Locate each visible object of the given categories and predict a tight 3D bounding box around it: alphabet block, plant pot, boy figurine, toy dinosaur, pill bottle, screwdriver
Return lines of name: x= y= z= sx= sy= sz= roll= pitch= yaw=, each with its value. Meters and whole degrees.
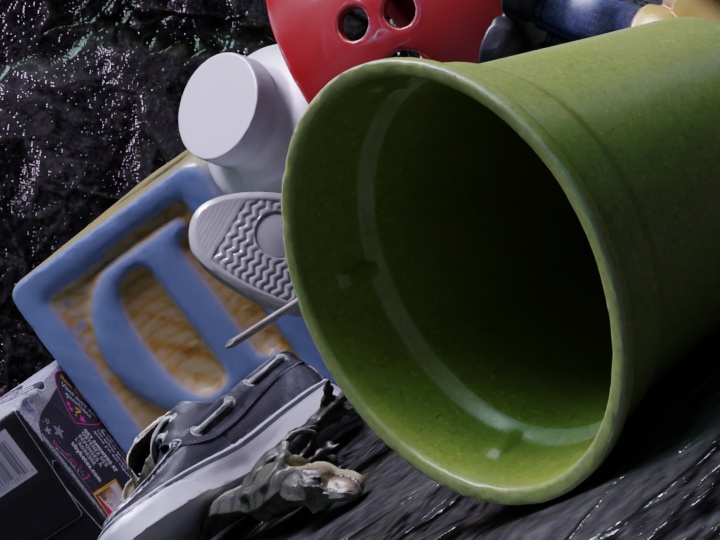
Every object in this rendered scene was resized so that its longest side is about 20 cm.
alphabet block: x=-0.082 y=0.009 z=1.999 sx=0.196 sy=0.195 sz=0.200 roll=-31 pitch=7 yaw=32
plant pot: x=0.069 y=-0.164 z=1.786 sx=0.182 sy=0.200 sz=0.200 roll=-36 pitch=5 yaw=29
boy figurine: x=0.163 y=-0.096 z=1.553 sx=0.064 sy=0.200 sz=0.124 roll=19 pitch=-83 yaw=-62
toy dinosaur: x=-0.041 y=0.114 z=1.625 sx=0.088 sy=0.047 sz=0.200 roll=-47 pitch=6 yaw=-28
pill bottle: x=-0.023 y=-0.080 z=1.868 sx=0.111 sy=0.111 sz=0.200 roll=-33 pitch=-34 yaw=31
screwdriver: x=0.000 y=0.000 z=1.741 sx=0.200 sy=0.029 sz=0.028 roll=-37 pitch=-2 yaw=19
plant pot: x=0.099 y=-0.023 z=1.276 sx=0.184 sy=0.201 sz=0.200 roll=-25 pitch=-3 yaw=-39

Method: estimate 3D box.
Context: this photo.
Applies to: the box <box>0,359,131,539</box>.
box: x=-0.253 y=0.171 z=1.990 sx=0.200 sy=0.132 sz=0.115 roll=-34 pitch=7 yaw=21

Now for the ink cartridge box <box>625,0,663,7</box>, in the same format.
ink cartridge box: x=0.227 y=-0.164 z=1.599 sx=0.200 sy=0.196 sz=0.043 roll=159 pitch=126 yaw=-73

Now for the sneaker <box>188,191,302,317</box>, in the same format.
sneaker: x=-0.024 y=0.007 z=1.837 sx=0.118 sy=0.200 sz=0.074 roll=150 pitch=132 yaw=-69

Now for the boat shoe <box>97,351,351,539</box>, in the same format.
boat shoe: x=-0.093 y=0.110 z=1.719 sx=0.200 sy=0.068 sz=0.072 roll=-36 pitch=-21 yaw=-35

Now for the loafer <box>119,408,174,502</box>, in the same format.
loafer: x=-0.114 y=0.124 z=1.850 sx=0.076 sy=0.068 sz=0.200 roll=-38 pitch=6 yaw=-18
